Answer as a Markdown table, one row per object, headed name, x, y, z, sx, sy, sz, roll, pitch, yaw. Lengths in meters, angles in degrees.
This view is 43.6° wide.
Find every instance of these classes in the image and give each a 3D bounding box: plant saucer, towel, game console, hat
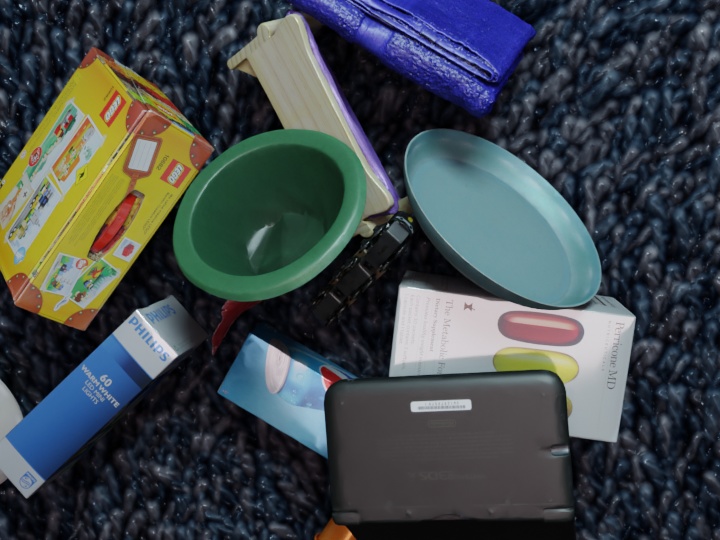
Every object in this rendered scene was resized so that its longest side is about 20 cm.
| name | x | y | z | sx | sy | sz | roll | pitch | yaw |
| --- | --- | --- | --- | --- | --- | --- | --- | --- | --- |
| plant saucer | 0.116 | -0.041 | 0.761 | 0.200 | 0.200 | 0.027 | 38 | 125 | 1 |
| towel | 0.049 | -0.224 | 0.766 | 0.199 | 0.148 | 0.050 | 32 | 137 | 1 |
| game console | 0.081 | 0.171 | 0.776 | 0.198 | 0.116 | 0.178 | -5 | 91 | 12 |
| hat | -0.058 | -0.007 | 0.794 | 0.199 | 0.176 | 0.166 | 17 | 66 | 32 |

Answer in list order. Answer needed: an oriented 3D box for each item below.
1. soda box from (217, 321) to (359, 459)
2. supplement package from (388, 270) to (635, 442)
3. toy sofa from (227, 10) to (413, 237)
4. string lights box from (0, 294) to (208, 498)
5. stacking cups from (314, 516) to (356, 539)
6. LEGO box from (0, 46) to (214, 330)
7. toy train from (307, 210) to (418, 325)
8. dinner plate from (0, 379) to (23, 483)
| name | x | y | z | sx | sy | sz | roll | pitch | yaw |
| --- | --- | --- | --- | --- | --- | --- | --- | --- | --- |
| soda box | -0.029 | 0.130 | 0.849 | 0.199 | 0.064 | 0.068 | 30 | 99 | 1 |
| supplement package | 0.129 | 0.072 | 0.802 | 0.198 | 0.110 | 0.115 | 7 | 97 | 5 |
| toy sofa | -0.022 | -0.128 | 0.793 | 0.097 | 0.083 | 0.201 | -26 | 93 | 43 |
| string lights box | -0.244 | 0.115 | 0.851 | 0.200 | 0.103 | 0.059 | -42 | 90 | 9 |
| stacking cups | -0.038 | 0.286 | 0.874 | 0.060 | 0.061 | 0.201 | 30 | 95 | 2 |
| LEGO box | -0.242 | -0.076 | 0.804 | 0.201 | 0.077 | 0.149 | -52 | 46 | 9 |
| toy train | 0.000 | 0.000 | 0.790 | 0.034 | 0.200 | 0.046 | 42 | 58 | -1 |
| dinner plate | -0.431 | 0.156 | 0.877 | 0.198 | 0.024 | 0.202 | -2 | 118 | -5 |
